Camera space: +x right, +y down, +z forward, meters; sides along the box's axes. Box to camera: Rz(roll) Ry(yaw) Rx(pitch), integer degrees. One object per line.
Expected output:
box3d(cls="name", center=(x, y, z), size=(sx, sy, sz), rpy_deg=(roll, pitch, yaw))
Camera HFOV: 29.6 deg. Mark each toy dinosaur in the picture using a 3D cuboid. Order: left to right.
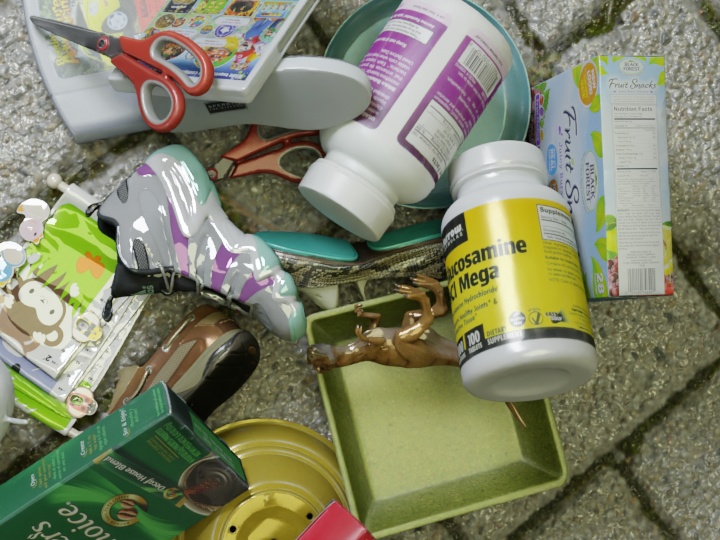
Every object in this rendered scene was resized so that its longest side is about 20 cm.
box3d(cls="toy dinosaur", center=(0.052, 0.063, 1.168), size=(0.198, 0.060, 0.107), rpy_deg=(8, 108, -8))

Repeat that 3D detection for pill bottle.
box3d(cls="pill bottle", center=(0.035, -0.129, 1.160), size=(0.112, 0.112, 0.201), rpy_deg=(35, 81, -8))
box3d(cls="pill bottle", center=(0.127, -0.001, 1.138), size=(0.112, 0.113, 0.201), rpy_deg=(-2, 66, -12))

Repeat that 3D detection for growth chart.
box3d(cls="growth chart", center=(-0.256, 0.031, 1.167), size=(0.144, 0.018, 0.201), rpy_deg=(26, 81, -8))

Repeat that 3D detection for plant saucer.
box3d(cls="plant saucer", center=(0.057, -0.155, 1.235), size=(0.198, 0.027, 0.202), rpy_deg=(1, 87, -11))
box3d(cls="plant saucer", center=(0.064, 0.116, 1.207), size=(0.199, 0.048, 0.201), rpy_deg=(-14, 86, -11))

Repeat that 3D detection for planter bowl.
box3d(cls="planter bowl", center=(-0.079, 0.228, 1.158), size=(0.199, 0.083, 0.202), rpy_deg=(1, 86, -11))

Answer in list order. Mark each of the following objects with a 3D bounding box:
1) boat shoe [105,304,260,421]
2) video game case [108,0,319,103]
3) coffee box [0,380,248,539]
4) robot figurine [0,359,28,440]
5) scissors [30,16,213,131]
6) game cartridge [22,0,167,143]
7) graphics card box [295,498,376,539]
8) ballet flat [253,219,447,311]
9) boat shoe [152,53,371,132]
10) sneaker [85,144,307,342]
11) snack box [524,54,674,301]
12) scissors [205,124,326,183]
box3d(cls="boat shoe", center=(-0.174, 0.113, 1.158), size=(0.200, 0.076, 0.074), rpy_deg=(-45, 64, -2))
box3d(cls="video game case", center=(-0.103, -0.217, 1.128), size=(0.201, 0.142, 0.018), rpy_deg=(-60, 143, -30))
box3d(cls="coffee box", center=(-0.203, 0.186, 1.099), size=(0.199, 0.044, 0.123), rpy_deg=(-32, 130, 6))
box3d(cls="robot figurine", center=(-0.360, 0.088, 1.085), size=(0.199, 0.170, 0.113), rpy_deg=(35, 38, 0))
box3d(cls="scissors", center=(-0.192, -0.182, 1.089), size=(0.200, 0.014, 0.073), rpy_deg=(40, 107, 30))
box3d(cls="game cartridge", center=(-0.221, -0.217, 1.178), size=(0.132, 0.041, 0.202), rpy_deg=(-13, 90, -8))
box3d(cls="graphics card box", center=(-0.009, 0.293, 1.133), size=(0.125, 0.051, 0.200), rpy_deg=(-45, 135, -12))
box3d(cls="ballet flat", center=(0.000, 0.000, 1.202), size=(0.198, 0.068, 0.076), rpy_deg=(-4, 111, -13))
box3d(cls="boat shoe", center=(-0.086, -0.156, 1.118), size=(0.198, 0.069, 0.057), rpy_deg=(-2, 51, 15))
box3d(cls="sneaker", center=(-0.148, 0.008, 1.119), size=(0.140, 0.078, 0.200), rpy_deg=(-37, 76, -18))
box3d(cls="snack box", center=(0.205, -0.073, 1.188), size=(0.067, 0.169, 0.202), rpy_deg=(-2, 88, -15))
box3d(cls="scissors", center=(-0.121, -0.095, 1.185), size=(0.199, 0.014, 0.074), rpy_deg=(-14, 92, -6))
